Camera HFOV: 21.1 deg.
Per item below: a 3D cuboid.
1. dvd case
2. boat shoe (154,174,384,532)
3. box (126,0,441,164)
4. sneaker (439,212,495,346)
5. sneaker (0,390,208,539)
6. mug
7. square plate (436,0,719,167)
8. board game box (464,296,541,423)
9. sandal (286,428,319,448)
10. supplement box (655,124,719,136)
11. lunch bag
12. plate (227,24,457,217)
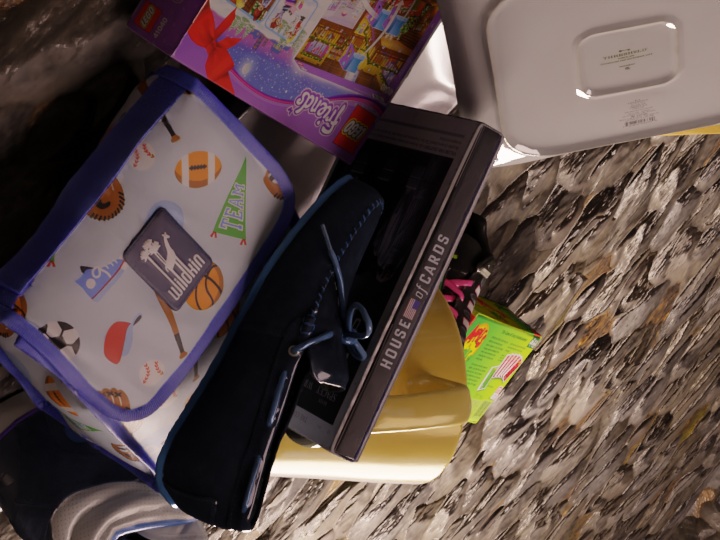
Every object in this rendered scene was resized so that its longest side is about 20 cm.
[{"bbox_3d":[0.000,0.000,1.127,0.025,0.150,0.201,27,87,-28],"label":"dvd case"},{"bbox_3d":[-0.033,0.048,1.038,0.201,0.068,0.084,-61,166,-1],"label":"boat shoe"},{"bbox_3d":[-0.026,-0.149,1.044,0.137,0.039,0.200,-57,150,3],"label":"box"},{"bbox_3d":[0.056,0.015,1.444,0.200,0.073,0.088,-63,169,-58],"label":"sneaker"},{"bbox_3d":[-0.129,0.119,1.181,0.200,0.146,0.081,-28,150,-45],"label":"sneaker"},{"bbox_3d":[-0.022,0.068,1.294,0.152,0.150,0.187,-2,155,-29],"label":"mug"},{"bbox_3d":[0.146,-0.126,1.060,0.198,0.029,0.199,-11,146,4],"label":"square plate"},{"bbox_3d":[0.085,0.074,1.680,0.102,0.048,0.200,-53,159,6],"label":"board game box"},{"bbox_3d":[-0.005,0.026,1.206,0.080,0.057,0.202,-36,-143,50],"label":"sandal"},{"bbox_3d":[0.199,-0.179,1.117,0.130,0.104,0.201,-1,143,-5],"label":"supplement box"},{"bbox_3d":[-0.117,0.004,1.049,0.170,0.123,0.200,-54,157,-17],"label":"lunch bag"},{"bbox_3d":[-0.013,-0.104,1.207,0.199,0.032,0.200,-44,158,-16],"label":"plate"}]
